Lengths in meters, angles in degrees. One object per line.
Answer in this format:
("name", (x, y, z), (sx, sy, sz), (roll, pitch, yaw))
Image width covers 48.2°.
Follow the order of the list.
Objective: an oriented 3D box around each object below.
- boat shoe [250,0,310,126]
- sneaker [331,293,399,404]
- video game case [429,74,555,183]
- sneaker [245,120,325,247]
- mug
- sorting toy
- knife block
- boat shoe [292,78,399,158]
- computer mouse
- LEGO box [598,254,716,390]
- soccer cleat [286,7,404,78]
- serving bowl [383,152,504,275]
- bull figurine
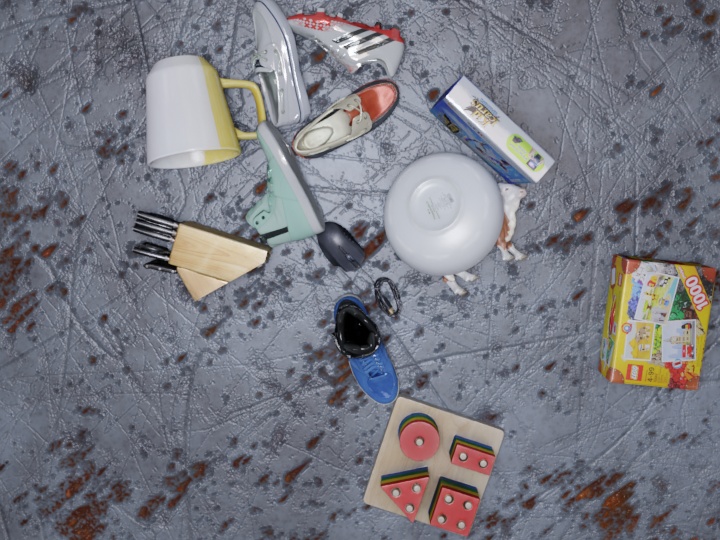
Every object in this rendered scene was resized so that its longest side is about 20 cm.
("boat shoe", (-0.138, -0.328, 1.274), (0.066, 0.073, 0.203), (-25, 99, -30))
("sneaker", (0.009, 0.141, 1.328), (0.076, 0.111, 0.203), (-20, 98, 4))
("video game case", (0.194, -0.208, 1.228), (0.181, 0.200, 0.046), (43, 93, -5))
("sneaker", (-0.149, -0.132, 1.300), (0.117, 0.074, 0.203), (-21, 106, 12))
("mug", (-0.262, -0.252, 1.284), (0.148, 0.186, 0.156), (-10, 89, 35))
("sorting toy", (0.125, 0.343, 1.376), (0.196, 0.070, 0.203), (18, 98, -1))
("knife block", (-0.269, -0.051, 1.330), (0.198, 0.064, 0.177), (-28, 97, 5))
("boat shoe", (-0.023, -0.244, 1.299), (0.198, 0.063, 0.072), (-30, 95, 4))
("computer mouse", (0.000, 0.000, 1.347), (0.059, 0.034, 0.200), (-43, 96, 6))
("LEGO box", (0.485, 0.083, 1.327), (0.146, 0.077, 0.203), (5, 98, 0))
("soccer cleat", (-0.028, -0.359, 1.281), (0.197, 0.069, 0.087), (10, 94, -5))
("serving bowl", (0.125, -0.096, 1.276), (0.197, 0.066, 0.203), (-3, 79, 17))
("bull figurine", (0.198, -0.053, 1.313), (0.199, 0.065, 0.122), (-32, 70, 12))
